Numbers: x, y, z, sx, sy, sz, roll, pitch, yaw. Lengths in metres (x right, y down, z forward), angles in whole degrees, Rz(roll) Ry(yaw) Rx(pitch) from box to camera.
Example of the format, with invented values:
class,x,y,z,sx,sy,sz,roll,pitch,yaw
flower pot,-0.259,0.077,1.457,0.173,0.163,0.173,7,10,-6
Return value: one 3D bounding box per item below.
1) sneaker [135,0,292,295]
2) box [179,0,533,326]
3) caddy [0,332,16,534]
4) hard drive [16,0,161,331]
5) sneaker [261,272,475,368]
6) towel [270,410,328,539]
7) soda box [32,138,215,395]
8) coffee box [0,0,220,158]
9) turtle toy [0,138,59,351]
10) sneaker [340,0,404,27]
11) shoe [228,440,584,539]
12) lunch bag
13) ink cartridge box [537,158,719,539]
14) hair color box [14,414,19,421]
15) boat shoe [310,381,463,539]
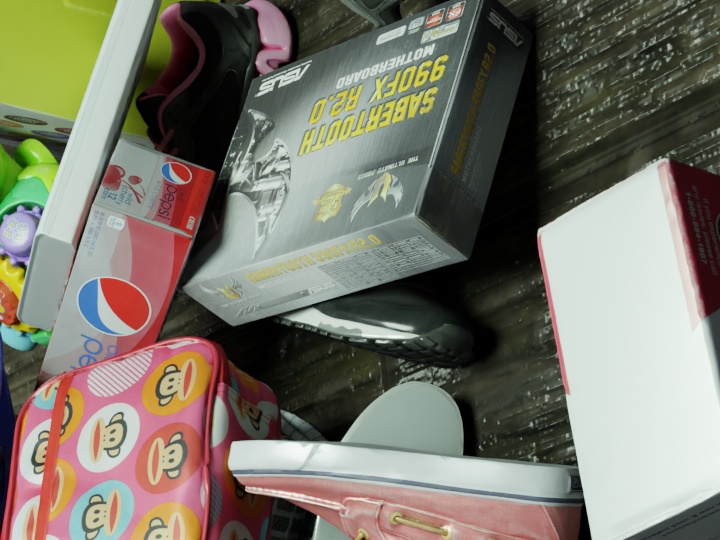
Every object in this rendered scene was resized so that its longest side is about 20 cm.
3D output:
class,x,y,z,sx,sy,sz,roll,pitch,yaw
sneaker,-0.111,-0.084,1.507,0.079,0.095,0.201,11,92,52
box,-0.004,-0.062,1.328,0.200,0.048,0.159,-16,46,45
caddy,-0.257,0.128,1.398,0.141,0.105,0.201,134,143,-67
hard drive,-0.165,-0.077,1.428,0.132,0.027,0.200,118,168,-62
sneaker,0.000,0.000,1.355,0.200,0.076,0.088,14,87,54
towel,-0.094,0.159,1.430,0.200,0.085,0.166,26,102,53
soda box,-0.148,0.021,1.398,0.070,0.063,0.200,-77,7,-49
coffee box,-0.228,-0.196,1.604,0.198,0.199,0.201,2,82,54
turtle toy,-0.230,-0.022,1.593,0.146,0.101,0.200,-16,110,52
sneaker,0.058,-0.213,1.327,0.200,0.098,0.071,-36,21,15
shoe,0.020,0.141,1.234,0.200,0.071,0.091,4,88,19
lunch bag,-0.138,0.146,1.319,0.176,0.082,0.200,-16,53,27
ink cartridge box,0.182,0.050,0.983,0.083,0.200,0.146,-33,56,41
hair color box,-0.191,0.201,1.426,0.111,0.064,0.200,-51,46,28
boat shoe,0.001,0.158,1.312,0.064,0.071,0.200,96,-163,-84
